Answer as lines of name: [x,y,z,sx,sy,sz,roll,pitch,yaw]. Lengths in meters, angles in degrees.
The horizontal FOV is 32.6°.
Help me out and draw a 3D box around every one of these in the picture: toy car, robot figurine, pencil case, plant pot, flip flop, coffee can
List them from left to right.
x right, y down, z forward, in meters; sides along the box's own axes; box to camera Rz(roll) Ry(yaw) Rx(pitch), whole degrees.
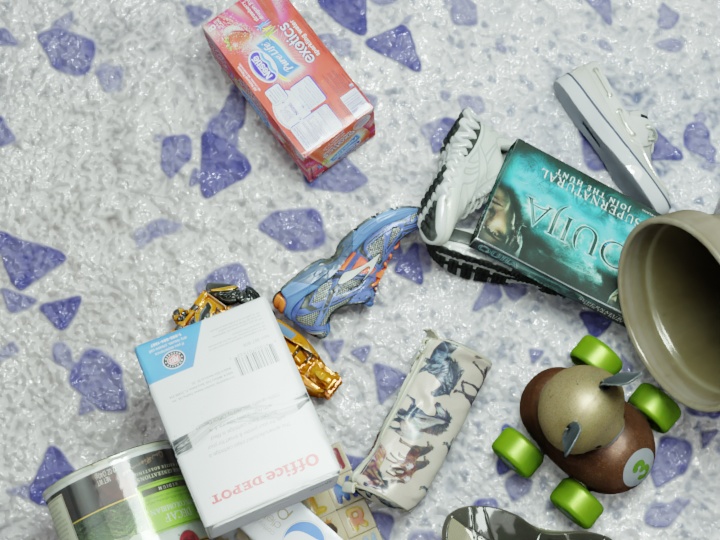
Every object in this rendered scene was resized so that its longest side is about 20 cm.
coffee can: [-0.223,0.295,1.260,0.146,0.146,0.200,-24,77,-4]
robot figurine: [-0.127,0.099,1.346,0.200,0.058,0.145,34,78,9]
pencil case: [0.059,0.164,1.313,0.089,0.078,0.200,32,79,-14]
flip flop: [0.179,0.298,1.296,0.200,0.058,0.081,10,72,-11]
toy car: [0.239,0.155,1.248,0.158,0.200,0.164,40,82,10]
plant pot: [0.384,0.019,1.223,0.173,0.200,0.200,-18,76,-20]

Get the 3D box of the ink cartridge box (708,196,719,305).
ink cartridge box: [0.444,-0.037,1.353,0.116,0.067,0.200,23,79,7]

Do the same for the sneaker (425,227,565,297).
sneaker: [0.171,-0.026,1.364,0.200,0.074,0.080,11,73,-4]

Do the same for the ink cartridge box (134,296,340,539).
ink cartridge box: [-0.125,0.150,1.249,0.144,0.084,0.200,-21,72,-12]

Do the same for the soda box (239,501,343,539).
soda box: [-0.082,0.269,1.294,0.200,0.068,0.064,41,80,10]

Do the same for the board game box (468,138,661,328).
board game box: [0.229,-0.039,1.323,0.200,0.028,0.135,27,66,-4]

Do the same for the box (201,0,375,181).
box: [-0.079,-0.215,1.398,0.100,0.095,0.200,-37,78,-7]

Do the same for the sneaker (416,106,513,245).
sneaker: [0.119,-0.097,1.347,0.081,0.075,0.200,29,48,-6]

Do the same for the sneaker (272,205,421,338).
sneaker: [0.000,0.000,1.366,0.200,0.075,0.078,-39,88,1]

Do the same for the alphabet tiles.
alphabet tiles: [-0.071,0.280,1.329,0.166,0.006,0.200,-24,77,-3]

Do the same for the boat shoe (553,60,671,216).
boat shoe: [0.300,-0.152,1.387,0.070,0.071,0.200,-32,71,-2]
